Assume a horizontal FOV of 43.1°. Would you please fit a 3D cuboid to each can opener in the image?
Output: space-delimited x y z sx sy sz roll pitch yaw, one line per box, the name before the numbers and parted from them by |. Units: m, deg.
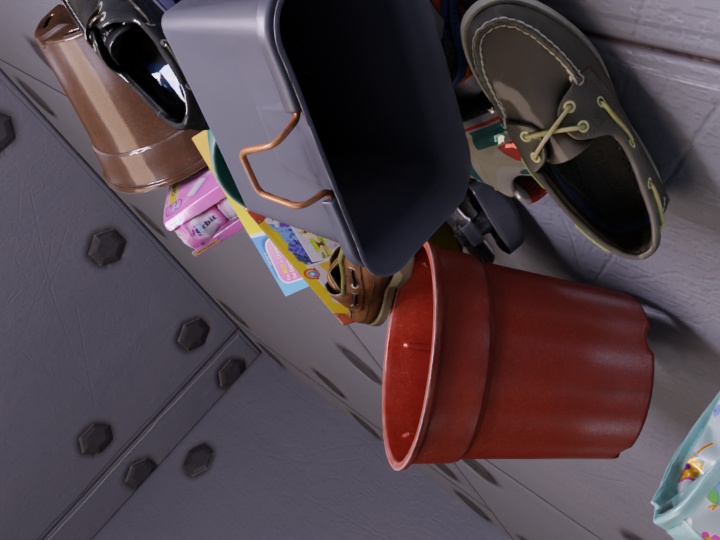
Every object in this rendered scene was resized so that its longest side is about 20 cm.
can opener | 0.074 -0.093 0.831 0.200 0.067 0.053 56 170 -2

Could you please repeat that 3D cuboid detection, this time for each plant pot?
plant pot | -0.265 -0.231 1.082 0.200 0.200 0.198 28 153 46
plant pot | 0.133 0.082 0.796 0.195 0.201 0.201 7 170 -8

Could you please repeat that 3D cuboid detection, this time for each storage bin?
storage bin | -0.037 -0.104 0.582 0.134 0.146 0.200 13 138 40

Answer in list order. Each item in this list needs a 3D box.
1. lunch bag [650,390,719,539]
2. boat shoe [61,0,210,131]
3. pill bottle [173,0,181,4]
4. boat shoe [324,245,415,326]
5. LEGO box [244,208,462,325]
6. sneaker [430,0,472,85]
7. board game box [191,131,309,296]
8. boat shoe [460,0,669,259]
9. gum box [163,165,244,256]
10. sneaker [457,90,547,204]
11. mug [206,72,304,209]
lunch bag | 0.292 0.126 0.546 0.170 0.200 0.122 40 167 6
boat shoe | -0.165 -0.171 0.665 0.200 0.057 0.069 41 127 19
pill bottle | -0.110 -0.249 0.700 0.116 0.116 0.200 44 168 -8
boat shoe | 0.000 0.000 0.856 0.068 0.072 0.200 3 158 -7
LEGO box | -0.001 -0.046 0.944 0.149 0.077 0.200 -17 134 24
sneaker | 0.026 -0.180 0.607 0.075 0.078 0.200 31 163 37
board game box | -0.094 -0.089 1.039 0.200 0.040 0.153 60 -156 -10
boat shoe | 0.133 -0.086 0.575 0.202 0.072 0.060 45 -148 -28
gum box | -0.173 -0.113 1.127 0.066 0.113 0.200 49 -162 -31
sneaker | 0.098 -0.087 0.710 0.093 0.070 0.200 51 163 -10
mug | -0.054 -0.124 0.762 0.185 0.152 0.115 104 159 -48
